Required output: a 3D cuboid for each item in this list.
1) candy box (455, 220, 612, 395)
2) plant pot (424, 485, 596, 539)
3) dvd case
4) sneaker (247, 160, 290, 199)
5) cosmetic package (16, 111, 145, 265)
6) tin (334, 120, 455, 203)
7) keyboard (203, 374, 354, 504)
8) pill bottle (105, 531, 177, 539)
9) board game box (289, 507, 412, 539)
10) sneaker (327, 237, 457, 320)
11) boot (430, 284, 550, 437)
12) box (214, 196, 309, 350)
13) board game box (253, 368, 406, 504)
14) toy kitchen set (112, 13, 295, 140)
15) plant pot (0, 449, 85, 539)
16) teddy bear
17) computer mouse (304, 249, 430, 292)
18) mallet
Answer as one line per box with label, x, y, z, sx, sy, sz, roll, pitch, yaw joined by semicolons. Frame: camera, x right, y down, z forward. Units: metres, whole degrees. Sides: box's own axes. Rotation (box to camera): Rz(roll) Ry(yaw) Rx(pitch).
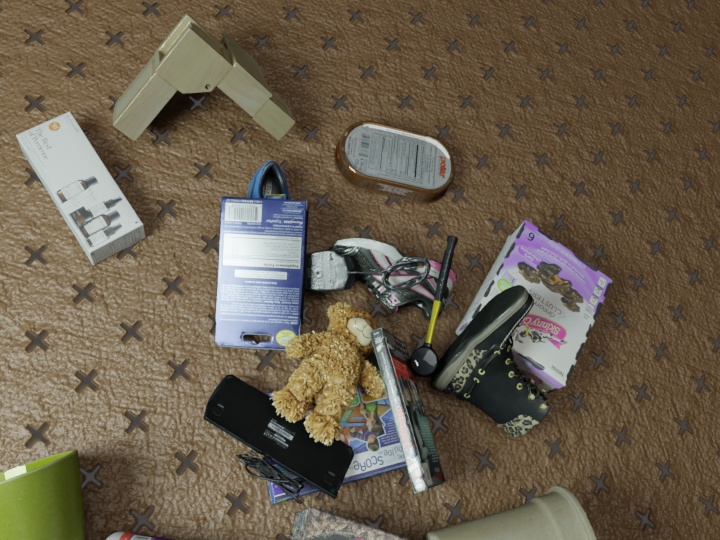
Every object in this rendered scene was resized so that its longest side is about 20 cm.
candy box;0.265;0.056;1.031;0.167;0.072;0.201;34;64;0
plant pot;0.177;0.380;0.828;0.180;0.201;0.204;-6;70;-5
dvd case;0.064;0.183;0.893;0.022;0.146;0.203;-20;73;10
sneaker;-0.129;-0.059;0.969;0.065;0.079;0.204;0;70;-17
cosmetic package;-0.384;-0.115;0.936;0.082;0.051;0.201;-32;80;-25
tin;0.057;-0.174;1.088;0.197;0.042;0.114;11;70;-11
keyboard;-0.111;0.221;0.856;0.198;0.040;0.105;31;43;1
pill bottle;-0.195;0.361;0.750;0.196;0.113;0.114;10;66;-2
board game box;-0.023;0.406;0.799;0.157;0.097;0.203;19;65;-7
sneaker;0.041;0.015;0.988;0.197;0.080;0.088;16;76;-2
boot;0.208;0.129;0.932;0.153;0.204;0.074;36;32;-3
box;-0.135;0.004;0.928;0.119;0.032;0.204;3;88;1
board game box;-0.035;0.216;0.906;0.197;0.035;0.137;-9;71;-17
toy kitchen set;-0.237;-0.258;1.034;0.199;0.180;0.164;37;17;-34
plant pot;-0.366;0.319;0.712;0.184;0.187;0.203;-16;86;-20
teddy bear;-0.033;0.127;0.888;0.145;0.067;0.199;42;57;17
computer mouse;0.000;0.000;0.950;0.196;0.034;0.060;0;96;9
mallet;0.106;0.050;0.944;0.040;0.066;0.204;13;90;8
